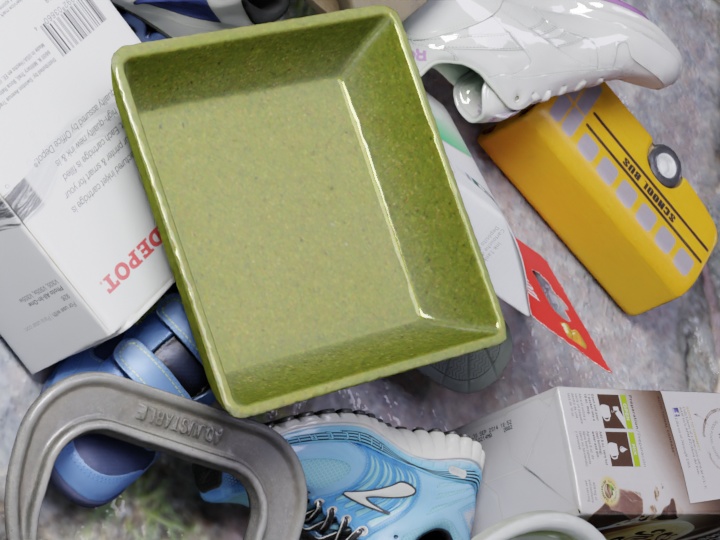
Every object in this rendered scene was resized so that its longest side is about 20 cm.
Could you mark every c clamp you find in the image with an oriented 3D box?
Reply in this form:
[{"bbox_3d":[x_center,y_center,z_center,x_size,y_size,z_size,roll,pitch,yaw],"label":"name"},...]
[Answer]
[{"bbox_3d":[-0.104,0.149,1.386,0.200,0.027,0.171,27,81,-27],"label":"c clamp"}]

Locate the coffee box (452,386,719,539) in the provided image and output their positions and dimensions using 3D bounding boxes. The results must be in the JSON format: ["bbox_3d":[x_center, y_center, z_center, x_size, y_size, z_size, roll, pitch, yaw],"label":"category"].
[{"bbox_3d":[0.158,0.124,1.613,0.199,0.113,0.080,4,69,-41],"label":"coffee box"}]

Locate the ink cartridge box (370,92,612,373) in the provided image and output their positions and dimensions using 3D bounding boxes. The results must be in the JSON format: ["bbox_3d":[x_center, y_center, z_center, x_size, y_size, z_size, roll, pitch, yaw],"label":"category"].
[{"bbox_3d":[0.072,-0.039,1.597,0.200,0.050,0.161,33,16,-25],"label":"ink cartridge box"}]

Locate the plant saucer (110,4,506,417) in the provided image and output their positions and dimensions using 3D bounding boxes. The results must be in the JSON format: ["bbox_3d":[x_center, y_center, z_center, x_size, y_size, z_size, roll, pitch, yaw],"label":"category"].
[{"bbox_3d":[-0.036,-0.031,1.425,0.200,0.048,0.200,-14,82,-40],"label":"plant saucer"}]

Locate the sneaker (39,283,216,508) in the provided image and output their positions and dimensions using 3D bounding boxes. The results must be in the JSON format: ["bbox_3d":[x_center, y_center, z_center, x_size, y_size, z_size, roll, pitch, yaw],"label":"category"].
[{"bbox_3d":[-0.101,0.046,1.434,0.074,0.082,0.200,51,50,-14],"label":"sneaker"}]

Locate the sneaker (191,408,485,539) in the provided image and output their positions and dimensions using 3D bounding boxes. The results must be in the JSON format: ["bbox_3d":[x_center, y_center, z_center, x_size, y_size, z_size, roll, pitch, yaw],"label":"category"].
[{"bbox_3d":[-0.005,0.131,1.489,0.199,0.078,0.090,11,68,-38],"label":"sneaker"}]

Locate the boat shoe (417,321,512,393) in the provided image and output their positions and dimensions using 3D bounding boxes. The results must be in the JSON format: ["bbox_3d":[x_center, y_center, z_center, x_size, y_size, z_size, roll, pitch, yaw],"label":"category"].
[{"bbox_3d":[0.002,-0.001,1.568,0.202,0.065,0.075,35,88,-21],"label":"boat shoe"}]

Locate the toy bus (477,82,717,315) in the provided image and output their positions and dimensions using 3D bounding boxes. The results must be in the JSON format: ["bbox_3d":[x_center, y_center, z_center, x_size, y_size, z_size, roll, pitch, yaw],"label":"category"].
[{"bbox_3d":[0.143,-0.071,1.721,0.200,0.065,0.078,48,50,-16],"label":"toy bus"}]

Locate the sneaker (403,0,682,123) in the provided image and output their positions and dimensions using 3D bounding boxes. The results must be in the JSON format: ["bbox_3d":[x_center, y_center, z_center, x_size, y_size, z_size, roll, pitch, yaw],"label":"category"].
[{"bbox_3d":[0.105,-0.131,1.642,0.199,0.075,0.100,14,86,-25],"label":"sneaker"}]

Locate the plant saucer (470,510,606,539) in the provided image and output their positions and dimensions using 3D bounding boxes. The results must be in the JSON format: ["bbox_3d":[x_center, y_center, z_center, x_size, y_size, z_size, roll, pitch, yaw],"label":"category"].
[{"bbox_3d":[0.066,0.223,1.495,0.200,0.050,0.201,-21,121,-39],"label":"plant saucer"}]

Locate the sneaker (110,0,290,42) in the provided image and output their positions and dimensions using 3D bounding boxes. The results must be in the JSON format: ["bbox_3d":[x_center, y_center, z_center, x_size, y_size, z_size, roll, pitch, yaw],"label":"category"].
[{"bbox_3d":[-0.116,-0.187,1.502,0.199,0.115,0.081,28,54,-30],"label":"sneaker"}]

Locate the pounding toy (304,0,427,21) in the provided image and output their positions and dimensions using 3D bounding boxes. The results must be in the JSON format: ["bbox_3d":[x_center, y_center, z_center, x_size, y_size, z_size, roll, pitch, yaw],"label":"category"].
[{"bbox_3d":[-0.013,-0.251,1.554,0.142,0.200,0.184,-40,62,-12],"label":"pounding toy"}]

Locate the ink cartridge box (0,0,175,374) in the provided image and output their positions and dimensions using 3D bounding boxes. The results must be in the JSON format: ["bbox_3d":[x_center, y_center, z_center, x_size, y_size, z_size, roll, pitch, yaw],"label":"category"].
[{"bbox_3d":[-0.173,-0.068,1.417,0.200,0.084,0.146,53,46,-11],"label":"ink cartridge box"}]
